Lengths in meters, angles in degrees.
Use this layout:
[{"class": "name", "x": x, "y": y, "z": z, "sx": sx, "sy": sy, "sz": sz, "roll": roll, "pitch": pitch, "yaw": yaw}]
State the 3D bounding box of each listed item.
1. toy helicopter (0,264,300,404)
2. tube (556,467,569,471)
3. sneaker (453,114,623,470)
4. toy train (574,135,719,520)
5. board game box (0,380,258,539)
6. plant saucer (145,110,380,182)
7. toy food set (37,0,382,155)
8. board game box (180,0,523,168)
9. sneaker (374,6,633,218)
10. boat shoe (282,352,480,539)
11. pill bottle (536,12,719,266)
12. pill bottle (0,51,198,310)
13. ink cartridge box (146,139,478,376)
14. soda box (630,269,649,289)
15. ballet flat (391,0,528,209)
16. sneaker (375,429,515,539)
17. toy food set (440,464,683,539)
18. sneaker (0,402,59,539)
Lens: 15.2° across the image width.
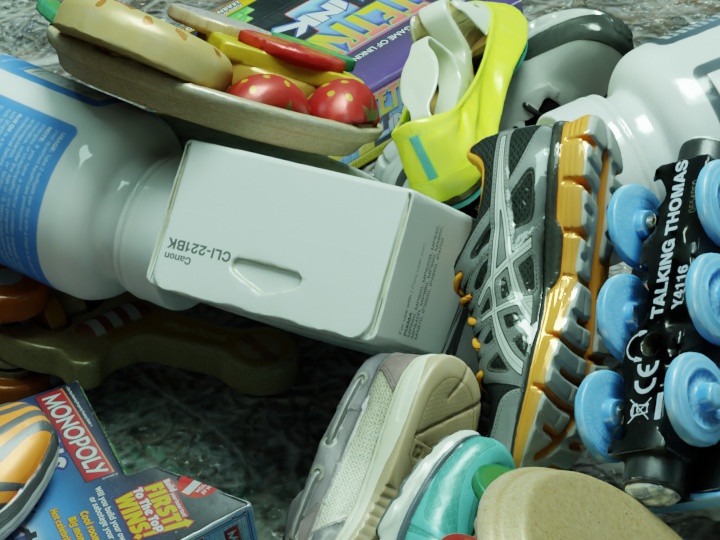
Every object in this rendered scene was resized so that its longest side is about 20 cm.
[{"class": "toy helicopter", "x": -0.125, "y": 0.031, "z": 1.568, "sx": 0.199, "sy": 0.079, "sz": 0.132, "roll": 13, "pitch": 32, "yaw": 15}, {"class": "tube", "x": 0.023, "y": 0.158, "z": 1.367, "sx": 0.199, "sy": 0.051, "sz": 0.078, "roll": -21, "pitch": 42, "yaw": -12}, {"class": "sneaker", "x": 0.084, "y": 0.019, "z": 1.381, "sx": 0.077, "sy": 0.078, "sz": 0.201, "roll": 2, "pitch": 73, "yaw": 24}, {"class": "toy train", "x": 0.176, "y": 0.034, "z": 1.353, "sx": 0.086, "sy": 0.114, "sz": 0.201, "roll": -15, "pitch": 54, "yaw": 44}, {"class": "board game box", "x": -0.161, "y": 0.147, "z": 1.405, "sx": 0.199, "sy": 0.062, "sz": 0.200, "roll": -17, "pitch": 35, "yaw": -13}, {"class": "plant saucer", "x": -0.085, "y": -0.049, "z": 1.621, "sx": 0.199, "sy": 0.051, "sz": 0.200, "roll": 14, "pitch": -5, "yaw": 1}, {"class": "toy food set", "x": -0.082, "y": -0.113, "z": 1.491, "sx": 0.199, "sy": 0.049, "sz": 0.198, "roll": 15, "pitch": 8, "yaw": -14}, {"class": "board game box", "x": -0.015, "y": -0.142, "z": 1.797, "sx": 0.200, "sy": 0.057, "sz": 0.165, "roll": -32, "pitch": 40, "yaw": -31}, {"class": "sneaker", "x": 0.091, "y": -0.077, "z": 1.614, "sx": 0.200, "sy": 0.074, "sz": 0.080, "roll": -42, "pitch": 34, "yaw": 30}, {"class": "boat shoe", "x": -0.005, "y": 0.131, "z": 1.328, "sx": 0.065, "sy": 0.072, "sz": 0.201, "roll": 9, "pitch": 71, "yaw": 45}, {"class": "pill bottle", "x": 0.202, "y": -0.079, "z": 1.477, "sx": 0.199, "sy": 0.120, "sz": 0.120, "roll": -22, "pitch": 36, "yaw": -13}, {"class": "pill bottle", "x": -0.168, "y": -0.049, "z": 1.512, "sx": 0.199, "sy": 0.113, "sz": 0.112, "roll": 23, "pitch": 45, "yaw": 29}, {"class": "ink cartridge box", "x": 0.000, "y": 0.000, "z": 1.466, "sx": 0.144, "sy": 0.084, "sz": 0.200, "roll": 14, "pitch": -3, "yaw": 28}, {"class": "soda box", "x": 0.246, "y": 0.014, "z": 1.462, "sx": 0.199, "sy": 0.069, "sz": 0.064, "roll": -13, "pitch": 10, "yaw": 14}, {"class": "ballet flat", "x": 0.052, "y": -0.113, "z": 1.523, "sx": 0.067, "sy": 0.067, "sz": 0.200, "roll": -24, "pitch": 29, "yaw": 25}, {"class": "sneaker", "x": 0.046, "y": 0.171, "z": 1.275, "sx": 0.079, "sy": 0.077, "sz": 0.201, "roll": -6, "pitch": 58, "yaw": 37}, {"class": "toy food set", "x": 0.117, "y": 0.170, "z": 1.236, "sx": 0.197, "sy": 0.049, "sz": 0.201, "roll": 15, "pitch": 40, "yaw": -48}, {"class": "sneaker", "x": -0.240, "y": 0.097, "z": 1.338, "sx": 0.200, "sy": 0.113, "sz": 0.077, "roll": -32, "pitch": 41, "yaw": -30}]
